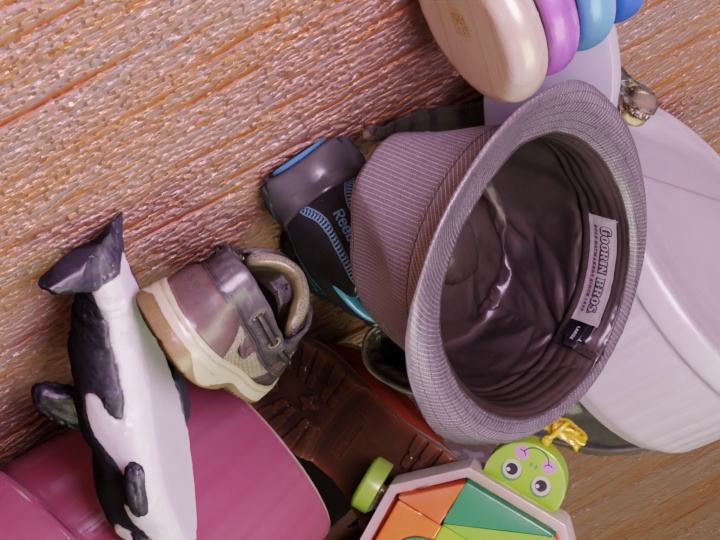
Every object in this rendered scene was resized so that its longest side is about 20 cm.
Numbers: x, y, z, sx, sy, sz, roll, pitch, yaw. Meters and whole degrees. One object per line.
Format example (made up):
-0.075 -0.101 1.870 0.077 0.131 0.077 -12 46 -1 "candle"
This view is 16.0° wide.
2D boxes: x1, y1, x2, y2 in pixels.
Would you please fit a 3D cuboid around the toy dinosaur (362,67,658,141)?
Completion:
0.066 -0.063 1.354 0.199 0.047 0.089 -14 138 -36 "toy dinosaur"

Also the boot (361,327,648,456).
0.105 0.060 1.500 0.180 0.073 0.200 -3 164 10 "boot"

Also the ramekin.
0.169 0.011 1.460 0.094 0.203 0.202 -35 161 28 "ramekin"

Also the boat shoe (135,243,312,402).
-0.055 0.022 1.311 0.066 0.072 0.201 -31 172 9 "boat shoe"

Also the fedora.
0.055 -0.011 1.233 0.178 0.090 0.200 -61 144 -8 "fedora"

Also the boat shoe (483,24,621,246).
0.102 -0.067 1.309 0.057 0.068 0.201 -51 150 -49 "boat shoe"

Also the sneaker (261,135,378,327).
0.000 0.000 1.356 0.073 0.082 0.200 -32 162 4 "sneaker"

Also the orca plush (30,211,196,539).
-0.136 0.067 1.281 0.070 0.106 0.201 -3 141 11 "orca plush"

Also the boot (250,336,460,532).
0.027 0.114 1.516 0.075 0.200 0.107 -46 165 14 "boot"

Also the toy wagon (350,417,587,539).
0.061 0.166 1.438 0.201 0.155 0.040 -61 176 15 "toy wagon"

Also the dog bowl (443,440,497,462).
0.025 0.198 1.745 0.058 0.201 0.200 23 131 -27 "dog bowl"

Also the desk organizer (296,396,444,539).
-0.006 0.126 1.683 0.077 0.072 0.200 -11 153 -49 "desk organizer"

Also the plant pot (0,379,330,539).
-0.122 0.157 1.431 0.179 0.200 0.200 -41 165 -18 "plant pot"

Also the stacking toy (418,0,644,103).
0.125 -0.159 1.171 0.199 0.086 0.085 -32 163 -18 "stacking toy"
